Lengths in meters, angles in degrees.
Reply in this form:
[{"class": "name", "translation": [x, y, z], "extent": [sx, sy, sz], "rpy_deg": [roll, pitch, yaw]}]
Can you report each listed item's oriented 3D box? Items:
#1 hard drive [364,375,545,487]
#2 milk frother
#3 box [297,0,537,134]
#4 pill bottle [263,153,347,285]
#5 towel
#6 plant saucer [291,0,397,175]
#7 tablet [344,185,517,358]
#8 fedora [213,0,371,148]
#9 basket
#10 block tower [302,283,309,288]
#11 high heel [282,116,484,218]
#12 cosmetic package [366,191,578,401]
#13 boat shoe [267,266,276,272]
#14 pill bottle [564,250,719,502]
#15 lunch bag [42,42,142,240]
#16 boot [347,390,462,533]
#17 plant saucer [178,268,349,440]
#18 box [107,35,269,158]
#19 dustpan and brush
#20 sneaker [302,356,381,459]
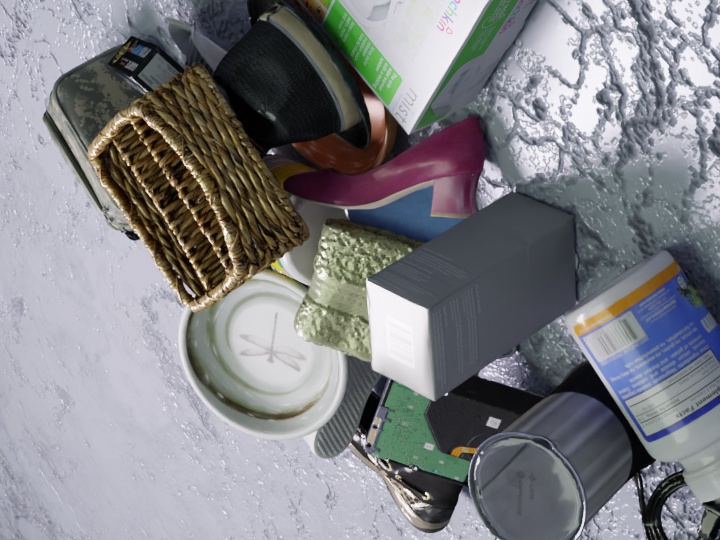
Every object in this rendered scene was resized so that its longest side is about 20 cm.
[{"class": "hard drive", "translation": [0.113, 0.163, 1.667], "extent": [0.199, 0.038, 0.140], "rpy_deg": [16, 136, 0]}, {"class": "milk frother", "translation": [0.228, 0.202, 1.488], "extent": [0.199, 0.188, 0.182], "rpy_deg": [12, 115, 30]}, {"class": "box", "translation": [0.056, -0.254, 1.446], "extent": [0.177, 0.096, 0.200], "rpy_deg": [52, 146, 13]}, {"class": "pill bottle", "translation": [-0.083, -0.061, 1.746], "extent": [0.200, 0.112, 0.113], "rpy_deg": [26, 136, 54]}, {"class": "towel", "translation": [0.040, 0.036, 1.643], "extent": [0.199, 0.037, 0.149], "rpy_deg": [19, 116, 4]}, {"class": "plant saucer", "translation": [-0.030, -0.190, 1.662], "extent": [0.200, 0.037, 0.201], "rpy_deg": [32, 138, 34]}, {"class": "tablet", "translation": [0.071, 0.007, 1.651], "extent": [0.129, 0.014, 0.201], "rpy_deg": [-12, 110, 17]}, {"class": "fedora", "translation": [-0.076, -0.172, 1.569], "extent": [0.201, 0.091, 0.201], "rpy_deg": [51, 169, 14]}, {"class": "basket", "translation": [-0.158, -0.074, 1.563], "extent": [0.201, 0.149, 0.143], "rpy_deg": [58, 178, -1]}, {"class": "block tower", "translation": [0.000, 0.000, 1.759], "extent": [0.200, 0.058, 0.054], "rpy_deg": [8, 123, 51]}, {"class": "high heel", "translation": [0.021, -0.105, 1.578], "extent": [0.199, 0.067, 0.097], "rpy_deg": [6, 96, 23]}, {"class": "cosmetic package", "translation": [0.105, 0.020, 1.508], "extent": [0.090, 0.200, 0.107], "rpy_deg": [24, 132, 38]}, {"class": "boat shoe", "translation": [-0.095, 0.054, 1.859], "extent": [0.200, 0.069, 0.084], "rpy_deg": [50, 175, -35]}, {"class": "pill bottle", "translation": [0.273, 0.094, 1.425], "extent": [0.201, 0.112, 0.112], "rpy_deg": [56, 147, 2]}, {"class": "lunch bag", "translation": [-0.279, -0.146, 1.945], "extent": [0.201, 0.139, 0.168], "rpy_deg": [59, 163, -1]}, {"class": "boot", "translation": [0.056, 0.175, 1.815], "extent": [0.200, 0.073, 0.151], "rpy_deg": [55, 143, 19]}, {"class": "plant saucer", "translation": [-0.098, 0.083, 1.769], "extent": [0.199, 0.050, 0.201], "rpy_deg": [9, 116, 19]}, {"class": "box", "translation": [-0.185, -0.177, 1.749], "extent": [0.159, 0.046, 0.200], "rpy_deg": [41, 178, -20]}, {"class": "dustpan and brush", "translation": [-0.132, -0.188, 1.765], "extent": [0.200, 0.057, 0.140], "rpy_deg": [34, 180, -20]}, {"class": "sneaker", "translation": [-0.024, 0.103, 1.810], "extent": [0.082, 0.074, 0.201], "rpy_deg": [42, 111, 46]}]
